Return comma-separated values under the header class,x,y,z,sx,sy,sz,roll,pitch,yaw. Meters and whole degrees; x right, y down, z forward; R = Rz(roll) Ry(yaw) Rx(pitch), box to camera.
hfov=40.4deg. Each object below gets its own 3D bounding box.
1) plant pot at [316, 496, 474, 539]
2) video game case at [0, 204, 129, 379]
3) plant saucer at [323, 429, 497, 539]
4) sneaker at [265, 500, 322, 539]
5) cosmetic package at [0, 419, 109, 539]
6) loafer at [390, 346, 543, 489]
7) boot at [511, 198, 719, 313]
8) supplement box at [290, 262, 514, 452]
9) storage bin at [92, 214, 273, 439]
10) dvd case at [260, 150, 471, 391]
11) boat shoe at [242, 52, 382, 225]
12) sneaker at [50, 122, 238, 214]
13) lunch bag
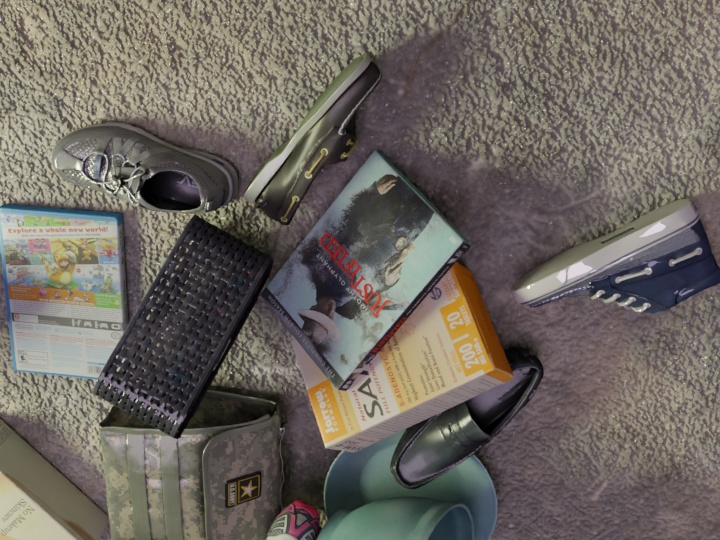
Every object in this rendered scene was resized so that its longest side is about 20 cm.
class,x,y,z,sx,sy,sz,roll,pitch,yaw
plant pot,0.023,0.331,1.047,0.133,0.200,0.202,11,113,26
video game case,-0.335,0.028,1.114,0.142,0.018,0.202,5,111,8
plant saucer,0.058,0.259,1.127,0.199,0.039,0.203,3,111,7
sneaker,-0.072,0.321,1.114,0.080,0.075,0.200,25,155,4
cosmetic package,-0.417,0.285,1.194,0.200,0.071,0.105,44,110,-8
loafer,0.111,0.157,1.036,0.200,0.070,0.068,-42,93,2
boot,0.257,0.012,0.982,0.199,0.073,0.091,-26,99,16
supplement box,0.041,0.091,1.018,0.199,0.073,0.127,-28,67,17
storage bin,-0.176,0.061,0.998,0.093,0.135,0.201,28,77,-3
dvd case,0.000,0.000,0.995,0.200,0.022,0.146,-50,62,16
boat shoe,-0.039,-0.129,0.982,0.060,0.072,0.201,39,118,-11
sneaker,-0.230,-0.104,1.012,0.198,0.082,0.075,9,112,6
lunch bag,-0.182,0.227,1.113,0.198,0.118,0.166,2,113,2
